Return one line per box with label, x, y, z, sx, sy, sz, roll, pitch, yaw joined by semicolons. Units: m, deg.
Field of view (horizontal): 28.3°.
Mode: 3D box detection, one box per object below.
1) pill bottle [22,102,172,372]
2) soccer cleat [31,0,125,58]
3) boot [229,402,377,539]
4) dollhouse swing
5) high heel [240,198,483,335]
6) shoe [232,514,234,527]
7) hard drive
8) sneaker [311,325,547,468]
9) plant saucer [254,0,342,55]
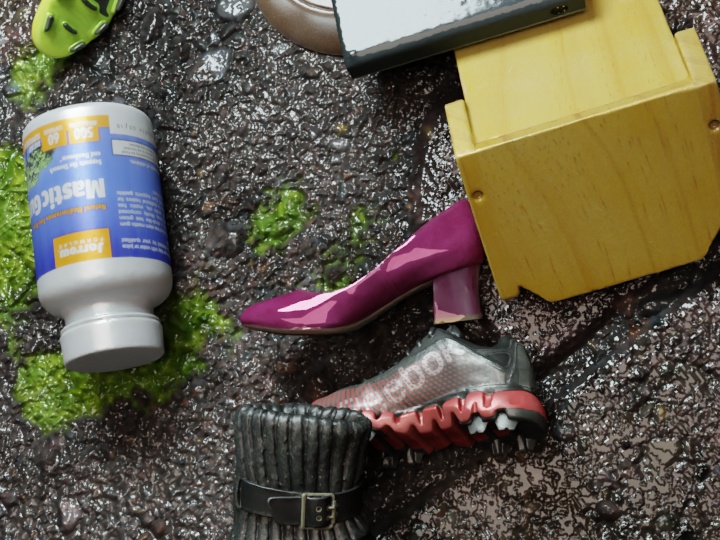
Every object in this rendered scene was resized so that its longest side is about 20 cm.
pill bottle;-0.213;-0.024;1.170;0.110;0.112;0.203;-12;75;10
soccer cleat;-0.240;-0.282;1.268;0.083;0.064;0.202;23;88;46
boot;-0.001;0.184;1.058;0.208;0.079;0.160;10;86;-13
dollhouse swing;0.178;-0.110;1.140;0.197;0.176;0.184;-17;116;8
high heel;0.000;0.000;1.139;0.197;0.067;0.098;-5;87;-4
shoe;-0.064;0.233;1.111;0.069;0.053;0.203;-8;77;11
hard drive;0.070;-0.250;1.160;0.197;0.033;0.142;-15;72;9
sneaker;0.048;0.096;1.109;0.198;0.071;0.099;-9;59;21
plant saucer;-0.009;-0.285;1.223;0.197;0.032;0.203;-3;77;13
